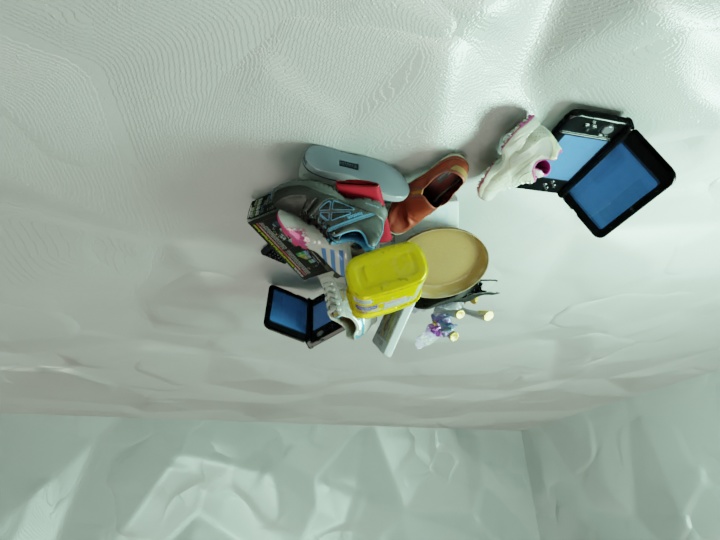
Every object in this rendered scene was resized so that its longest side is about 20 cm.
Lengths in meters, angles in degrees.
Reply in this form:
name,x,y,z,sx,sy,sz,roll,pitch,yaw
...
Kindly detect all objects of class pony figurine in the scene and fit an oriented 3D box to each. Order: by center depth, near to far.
name,x,y,z,sx,sy,sz,roll,pitch,yaw
pony figurine,0.208,0.106,1.367,0.192,0.168,0.200,-29,-160,-9

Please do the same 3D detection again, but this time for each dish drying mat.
name,x,y,z,sx,sy,sz,roll,pitch,yaw
dish drying mat,0.010,-0.103,0.975,0.076,0.018,0.200,6,157,13

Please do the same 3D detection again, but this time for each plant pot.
name,x,y,z,sx,sy,sz,roll,pitch,yaw
plant pot,0.160,-0.019,1.109,0.198,0.028,0.201,-1,136,-1

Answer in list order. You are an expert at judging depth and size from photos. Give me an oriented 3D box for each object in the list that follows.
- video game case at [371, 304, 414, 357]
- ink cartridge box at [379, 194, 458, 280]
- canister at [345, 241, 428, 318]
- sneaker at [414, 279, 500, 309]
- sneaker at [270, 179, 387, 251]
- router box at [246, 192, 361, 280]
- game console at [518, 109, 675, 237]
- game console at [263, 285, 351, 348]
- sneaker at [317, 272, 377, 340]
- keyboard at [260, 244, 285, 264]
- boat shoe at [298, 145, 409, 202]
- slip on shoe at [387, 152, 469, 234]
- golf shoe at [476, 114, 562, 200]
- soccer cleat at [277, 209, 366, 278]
name,x,y,z,sx,sy,sz,roll,pitch,yaw
video game case,0.087,0.091,1.266,0.023,0.202,0.182,25,178,-7
ink cartridge box,0.117,-0.053,1.107,0.158,0.047,0.202,-5,120,2
canister,0.045,0.021,0.989,0.147,0.087,0.200,-17,168,-3
sneaker,0.214,0.053,1.272,0.103,0.061,0.199,3,166,-41
sneaker,-0.055,-0.091,0.902,0.198,0.083,0.073,13,158,-1
router box,-0.101,-0.076,1.068,0.149,0.063,0.200,-17,136,24
game console,0.391,-0.158,0.943,0.174,0.118,0.200,4,152,-16
game console,-0.125,0.082,1.318,0.175,0.201,0.117,-29,116,10
sneaker,-0.043,0.058,1.196,0.076,0.081,0.201,-24,105,50
keyboard,-0.128,-0.054,1.188,0.103,0.040,0.199,18,147,-35
boat shoe,-0.016,-0.152,0.969,0.200,0.075,0.086,11,150,-21
slip on shoe,0.116,-0.131,0.993,0.074,0.061,0.200,38,124,-20
golf shoe,0.267,-0.170,0.936,0.091,0.075,0.200,39,153,8
soccer cleat,-0.063,-0.063,0.987,0.086,0.070,0.200,-33,132,20
